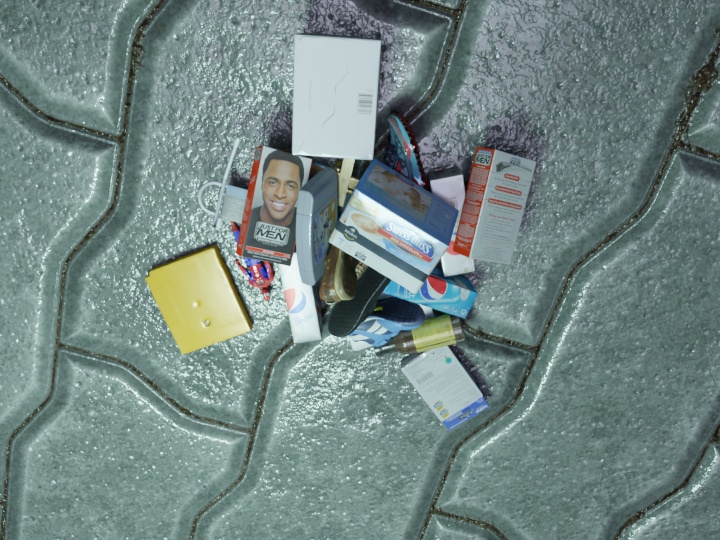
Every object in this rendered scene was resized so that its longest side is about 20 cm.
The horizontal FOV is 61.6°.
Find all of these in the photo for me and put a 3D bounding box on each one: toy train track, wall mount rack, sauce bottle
[{"bbox_3d":[-0.068,-0.199,1.194,0.195,0.033,0.116,20,128,1],"label":"toy train track"},{"bbox_3d":[-0.208,-0.152,1.175,0.195,0.074,0.179,14,89,-24],"label":"wall mount rack"},{"bbox_3d":[0.123,0.141,1.290,0.195,0.065,0.066,-14,111,9],"label":"sauce bottle"}]

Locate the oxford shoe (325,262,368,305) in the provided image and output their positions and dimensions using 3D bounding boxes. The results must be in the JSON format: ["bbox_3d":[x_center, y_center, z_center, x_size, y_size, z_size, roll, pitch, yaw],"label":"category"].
[{"bbox_3d":[0.000,0.000,1.241,0.070,0.074,0.201,39,107,5],"label":"oxford shoe"}]

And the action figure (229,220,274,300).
[{"bbox_3d":[-0.227,-0.029,1.257,0.064,0.052,0.204,-18,112,3],"label":"action figure"}]

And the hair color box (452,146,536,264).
[{"bbox_3d":[0.256,-0.123,1.160,0.108,0.064,0.205,7,102,-30],"label":"hair color box"}]

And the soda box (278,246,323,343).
[{"bbox_3d":[-0.125,0.046,1.271,0.062,0.069,0.205,-7,112,4],"label":"soda box"}]

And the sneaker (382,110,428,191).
[{"bbox_3d":[0.072,-0.200,1.166,0.093,0.080,0.204,-15,110,9],"label":"sneaker"}]

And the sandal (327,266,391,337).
[{"bbox_3d":[0.009,0.061,1.205,0.047,0.076,0.201,21,118,-43],"label":"sandal"}]

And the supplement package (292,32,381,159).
[{"bbox_3d":[-0.042,-0.319,1.104,0.151,0.111,0.205,4,112,0],"label":"supplement package"}]

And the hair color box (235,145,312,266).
[{"bbox_3d":[-0.163,-0.119,1.130,0.099,0.061,0.206,10,93,-24],"label":"hair color box"}]

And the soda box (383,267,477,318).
[{"bbox_3d":[0.137,0.030,1.238,0.195,0.068,0.065,17,112,-19],"label":"soda box"}]

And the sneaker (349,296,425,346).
[{"bbox_3d":[0.049,0.109,1.259,0.196,0.074,0.084,-5,125,32],"label":"sneaker"}]

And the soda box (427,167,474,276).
[{"bbox_3d":[0.182,-0.096,1.212,0.066,0.064,0.205,-10,111,5],"label":"soda box"}]

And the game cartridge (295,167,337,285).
[{"bbox_3d":[-0.083,-0.080,1.171,0.040,0.134,0.204,10,124,14],"label":"game cartridge"}]

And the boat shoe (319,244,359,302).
[{"bbox_3d":[-0.041,-0.025,1.181,0.066,0.204,0.072,-15,134,26],"label":"boat shoe"}]

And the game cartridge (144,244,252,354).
[{"bbox_3d":[-0.348,0.065,1.306,0.172,0.033,0.204,-18,108,8],"label":"game cartridge"}]

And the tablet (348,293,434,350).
[{"bbox_3d":[0.056,0.093,1.315,0.195,0.014,0.133,-18,110,7],"label":"tablet"}]

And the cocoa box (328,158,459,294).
[{"bbox_3d":[0.065,-0.084,1.128,0.197,0.134,0.132,31,129,-2],"label":"cocoa box"}]

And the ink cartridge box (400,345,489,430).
[{"bbox_3d":[0.191,0.254,1.361,0.118,0.042,0.202,-34,104,13],"label":"ink cartridge box"}]
